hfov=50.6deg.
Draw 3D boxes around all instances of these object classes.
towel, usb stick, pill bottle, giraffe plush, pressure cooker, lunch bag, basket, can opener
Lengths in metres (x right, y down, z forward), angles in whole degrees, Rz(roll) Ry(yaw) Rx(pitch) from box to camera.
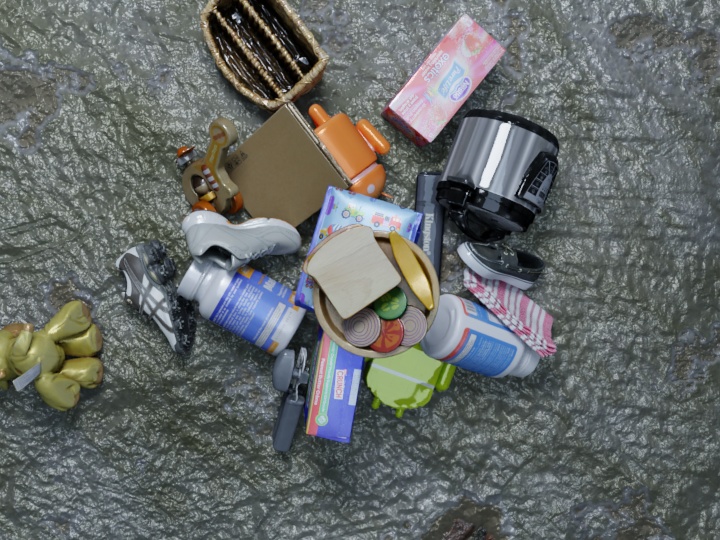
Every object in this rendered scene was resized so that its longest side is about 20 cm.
[{"bbox_3d":[0.257,0.049,1.303,0.200,0.146,0.030,42,114,-7],"label":"towel"},{"bbox_3d":[0.119,-0.073,1.333,0.055,0.033,0.200,3,94,-7],"label":"usb stick"},{"bbox_3d":[0.208,0.120,1.299,0.200,0.112,0.112,21,92,-28],"label":"pill bottle"},{"bbox_3d":[-0.540,0.139,1.229,0.162,0.200,0.173,1,99,23],"label":"giraffe plush"},{"bbox_3d":[0.221,-0.146,1.267,0.176,0.179,0.200,22,88,-8],"label":"pressure cooker"},{"bbox_3d":[-0.006,-0.006,1.155,0.150,0.094,0.200,17,76,7],"label":"lunch bag"},{"bbox_3d":[-0.164,-0.360,1.223,0.143,0.149,0.200,-38,98,-2],"label":"basket"},{"bbox_3d":[-0.129,0.215,1.284,0.067,0.053,0.200,11,116,-14],"label":"can opener"},{"bbox_3d":[-0.197,0.049,1.269,0.200,0.112,0.112,30,91,-8],"label":"pill bottle"}]

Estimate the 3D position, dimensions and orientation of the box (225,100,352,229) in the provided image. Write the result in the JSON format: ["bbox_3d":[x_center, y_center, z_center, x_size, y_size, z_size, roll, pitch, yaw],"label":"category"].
[{"bbox_3d":[-0.129,-0.154,1.245,0.200,0.021,0.164,-33,99,37],"label":"box"}]

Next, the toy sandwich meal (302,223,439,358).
[{"bbox_3d":[0.017,0.027,1.085,0.205,0.070,0.206,0,89,5],"label":"toy sandwich meal"}]

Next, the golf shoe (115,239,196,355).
[{"bbox_3d":[-0.343,0.053,1.282,0.094,0.078,0.200,-17,95,13],"label":"golf shoe"}]

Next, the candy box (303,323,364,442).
[{"bbox_3d":[-0.044,0.168,1.250,0.077,0.200,0.169,11,93,-7],"label":"candy box"}]

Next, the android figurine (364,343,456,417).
[{"bbox_3d":[0.081,0.158,1.342,0.182,0.041,0.200,19,90,-8],"label":"android figurine"}]

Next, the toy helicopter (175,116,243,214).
[{"bbox_3d":[-0.244,-0.173,1.226,0.132,0.200,0.079,43,48,10],"label":"toy helicopter"}]

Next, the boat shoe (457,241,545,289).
[{"bbox_3d":[0.241,-0.019,1.293,0.200,0.069,0.057,17,124,-44],"label":"boat shoe"}]

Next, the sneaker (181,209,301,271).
[{"bbox_3d":[-0.187,-0.034,1.232,0.200,0.076,0.092,4,51,-26],"label":"sneaker"}]

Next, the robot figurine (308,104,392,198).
[{"bbox_3d":[-0.034,-0.180,1.266,0.144,0.117,0.200,-41,99,-34],"label":"robot figurine"}]

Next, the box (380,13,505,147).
[{"bbox_3d":[0.136,-0.315,1.282,0.095,0.103,0.200,39,89,-7],"label":"box"}]
